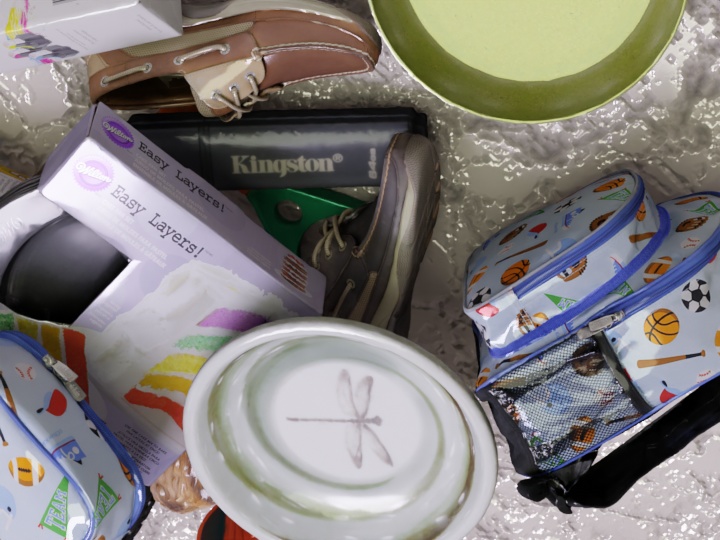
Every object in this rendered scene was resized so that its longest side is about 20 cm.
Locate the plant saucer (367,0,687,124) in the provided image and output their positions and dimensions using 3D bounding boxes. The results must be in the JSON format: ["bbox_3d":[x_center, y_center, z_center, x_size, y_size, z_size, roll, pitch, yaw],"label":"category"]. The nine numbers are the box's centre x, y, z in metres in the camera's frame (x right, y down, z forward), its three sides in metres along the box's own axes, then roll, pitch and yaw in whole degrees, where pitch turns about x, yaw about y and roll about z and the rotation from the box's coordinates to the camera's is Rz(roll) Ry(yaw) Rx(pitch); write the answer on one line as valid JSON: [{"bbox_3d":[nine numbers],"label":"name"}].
[{"bbox_3d":[0.101,-0.189,1.455,0.199,0.031,0.201,3,112,8],"label":"plant saucer"}]

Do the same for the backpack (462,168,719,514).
[{"bbox_3d":[0.159,0.024,1.475,0.190,0.200,0.155,-24,109,10],"label":"backpack"}]

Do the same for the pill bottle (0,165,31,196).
[{"bbox_3d":[-0.252,-0.015,1.593,0.199,0.113,0.113,23,119,3],"label":"pill bottle"}]

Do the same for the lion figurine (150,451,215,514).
[{"bbox_3d":[-0.061,0.131,1.605,0.199,0.072,0.123,25,96,43],"label":"lion figurine"}]

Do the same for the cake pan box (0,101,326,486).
[{"bbox_3d":[-0.152,0.016,1.507,0.200,0.052,0.184,39,113,-19],"label":"cake pan box"}]

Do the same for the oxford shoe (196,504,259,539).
[{"bbox_3d":[-0.015,0.160,1.653,0.199,0.071,0.073,-27,134,22],"label":"oxford shoe"}]

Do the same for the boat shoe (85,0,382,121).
[{"bbox_3d":[-0.082,-0.128,1.505,0.199,0.072,0.076,0,160,22],"label":"boat shoe"}]

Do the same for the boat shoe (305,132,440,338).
[{"bbox_3d":[0.000,0.000,1.534,0.073,0.075,0.201,17,121,7],"label":"boat shoe"}]

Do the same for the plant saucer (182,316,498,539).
[{"bbox_3d":[-0.010,0.098,1.494,0.199,0.050,0.201,7,127,9],"label":"plant saucer"}]

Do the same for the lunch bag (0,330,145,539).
[{"bbox_3d":[-0.231,0.135,1.500,0.160,0.075,0.200,49,125,8],"label":"lunch bag"}]

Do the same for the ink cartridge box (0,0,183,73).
[{"bbox_3d":[-0.217,-0.191,1.497,0.199,0.068,0.116,-9,75,19],"label":"ink cartridge box"}]

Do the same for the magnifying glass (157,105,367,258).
[{"bbox_3d":[-0.052,-0.045,1.581,0.200,0.022,0.080,40,118,-8],"label":"magnifying glass"}]

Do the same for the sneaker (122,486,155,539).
[{"bbox_3d":[-0.207,0.189,1.703,0.078,0.075,0.201,32,117,2],"label":"sneaker"}]

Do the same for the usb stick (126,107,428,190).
[{"bbox_3d":[-0.056,-0.077,1.539,0.199,0.033,0.056,-1,117,3],"label":"usb stick"}]
